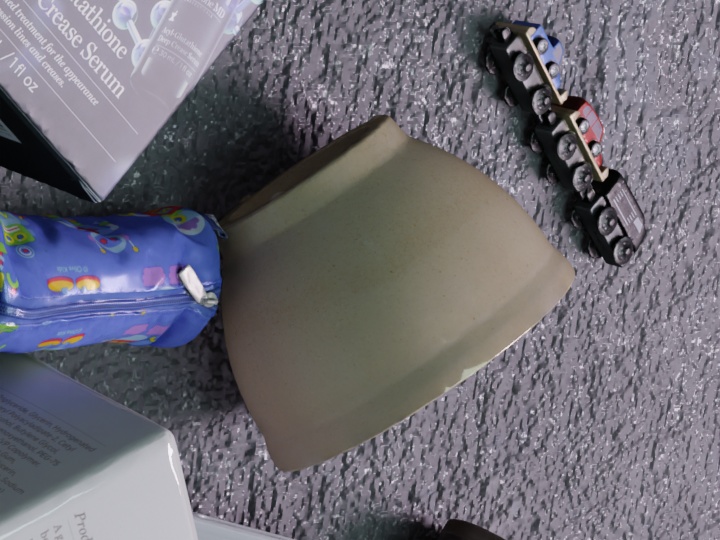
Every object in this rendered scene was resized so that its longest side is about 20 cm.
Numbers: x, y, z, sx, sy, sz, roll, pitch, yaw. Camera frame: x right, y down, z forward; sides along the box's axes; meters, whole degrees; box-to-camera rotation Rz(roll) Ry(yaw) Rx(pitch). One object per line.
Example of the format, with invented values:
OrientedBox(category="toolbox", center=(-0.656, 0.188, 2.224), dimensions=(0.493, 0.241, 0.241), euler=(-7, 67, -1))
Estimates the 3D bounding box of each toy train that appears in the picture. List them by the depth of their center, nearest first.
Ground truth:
OrientedBox(category="toy train", center=(0.130, -0.082, 1.747), dimensions=(0.046, 0.034, 0.200), euler=(-49, 130, -21))

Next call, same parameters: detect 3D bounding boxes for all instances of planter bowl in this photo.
OrientedBox(category="planter bowl", center=(0.000, 0.000, 1.577), dimensions=(0.200, 0.200, 0.135), euler=(-37, 98, -25))

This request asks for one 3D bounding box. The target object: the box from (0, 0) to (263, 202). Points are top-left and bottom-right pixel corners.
OrientedBox(category="box", center=(-0.140, -0.164, 1.441), dimensions=(0.200, 0.107, 0.149), euler=(-53, 130, -15))

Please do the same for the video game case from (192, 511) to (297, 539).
OrientedBox(category="video game case", center=(-0.076, 0.246, 1.619), dimensions=(0.181, 0.023, 0.201), euler=(15, 95, -3))

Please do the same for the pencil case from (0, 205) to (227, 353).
OrientedBox(category="pencil case", center=(-0.153, 0.006, 1.476), dimensions=(0.199, 0.086, 0.079), euler=(-2, 105, -52))

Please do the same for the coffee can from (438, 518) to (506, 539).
OrientedBox(category="coffee can", center=(0.058, 0.275, 1.728), dimensions=(0.201, 0.146, 0.146), euler=(-55, 131, -12))

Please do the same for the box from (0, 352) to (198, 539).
OrientedBox(category="box", center=(-0.193, 0.170, 1.443), dimensions=(0.171, 0.199, 0.200), euler=(-27, 121, -29))
